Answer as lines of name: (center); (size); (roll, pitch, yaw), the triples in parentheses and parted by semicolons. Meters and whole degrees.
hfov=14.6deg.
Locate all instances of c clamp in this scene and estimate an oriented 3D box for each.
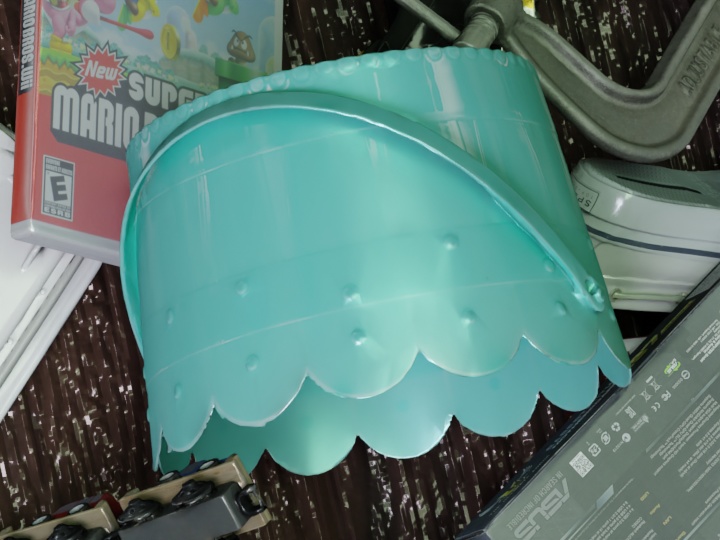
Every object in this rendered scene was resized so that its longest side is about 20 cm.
c clamp: (0.101, -0.134, 1.263); (0.171, 0.027, 0.200); (44, 46, -2)

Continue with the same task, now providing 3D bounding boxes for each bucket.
bucket: (0.000, 0.000, 1.147); (0.206, 0.207, 0.136); (-8, 78, -18)

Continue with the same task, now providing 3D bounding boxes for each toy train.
toy train: (-0.115, 0.112, 1.125); (0.034, 0.199, 0.046); (63, 32, -12)

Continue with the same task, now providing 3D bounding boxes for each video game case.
video game case: (-0.090, -0.098, 1.230); (0.143, 0.017, 0.201); (15, 69, -43)

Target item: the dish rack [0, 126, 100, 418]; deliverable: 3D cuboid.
dish rack: (-0.214, 0.004, 1.180); (0.171, 0.044, 0.201); (34, 69, -5)

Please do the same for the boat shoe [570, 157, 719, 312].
boat shoe: (0.170, -0.006, 1.298); (0.199, 0.074, 0.067); (10, 112, -26)

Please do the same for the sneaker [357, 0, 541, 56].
sneaker: (0.037, -0.068, 1.272); (0.089, 0.070, 0.201); (-1, 71, -12)

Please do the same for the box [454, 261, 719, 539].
box: (0.162, 0.103, 1.202); (0.158, 0.051, 0.200); (46, 72, -2)

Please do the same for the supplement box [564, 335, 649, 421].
supplement box: (0.162, 0.129, 1.258); (0.108, 0.061, 0.201); (-6, 77, -16)
